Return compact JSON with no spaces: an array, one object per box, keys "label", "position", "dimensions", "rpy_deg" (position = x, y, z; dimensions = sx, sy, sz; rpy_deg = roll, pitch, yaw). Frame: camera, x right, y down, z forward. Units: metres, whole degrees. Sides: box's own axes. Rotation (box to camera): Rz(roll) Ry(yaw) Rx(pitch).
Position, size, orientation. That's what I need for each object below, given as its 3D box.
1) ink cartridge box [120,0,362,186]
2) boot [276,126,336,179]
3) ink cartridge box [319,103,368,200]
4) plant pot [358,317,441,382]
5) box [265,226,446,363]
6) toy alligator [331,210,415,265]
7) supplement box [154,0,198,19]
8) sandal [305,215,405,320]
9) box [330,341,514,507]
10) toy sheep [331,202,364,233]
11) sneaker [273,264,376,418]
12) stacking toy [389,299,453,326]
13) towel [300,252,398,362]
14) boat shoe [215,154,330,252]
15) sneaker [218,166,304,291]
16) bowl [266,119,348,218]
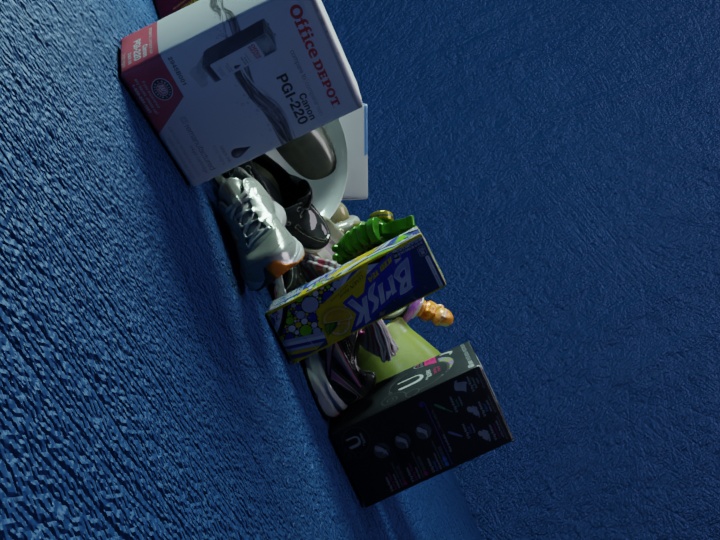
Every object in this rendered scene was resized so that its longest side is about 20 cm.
[{"label":"ink cartridge box","position":[-0.115,-0.195,0.840],"dimensions":[0.085,0.198,0.146],"rpy_deg":[-111,174,-50]},{"label":"boot","position":[-0.113,-0.176,1.013],"dimensions":[0.201,0.067,0.131],"rpy_deg":[55,25,-14]},{"label":"ink cartridge box","position":[-0.071,-0.183,1.340],"dimensions":[0.199,0.083,0.147],"rpy_deg":[7,-81,60]},{"label":"plant pot","position":[0.064,0.181,1.237],"dimensions":[0.194,0.200,0.200],"rpy_deg":[54,2,7]},{"label":"box","position":[-0.005,0.027,0.976],"dimensions":[0.071,0.198,0.064],"rpy_deg":[62,5,-10]},{"label":"toy alligator","position":[-0.009,-0.026,1.059],"dimensions":[0.054,0.199,0.060],"rpy_deg":[11,63,-34]},{"label":"supplement box","position":[-0.223,-0.392,1.200],"dimensions":[0.131,0.103,0.202],"rpy_deg":[37,26,-55]},{"label":"sandal","position":[-0.001,0.000,1.177],"dimensions":[0.201,0.057,0.080],"rpy_deg":[41,54,-29]},{"label":"box","position":[0.072,0.187,1.052],"dimensions":[0.122,0.198,0.107],"rpy_deg":[-92,156,-82]},{"label":"toy sheep","position":[-0.032,-0.035,1.620],"dimensions":[0.138,0.136,0.203],"rpy_deg":[-98,177,-78]},{"label":"sneaker","position":[-0.040,0.075,1.057],"dimensions":[0.080,0.086,0.202],"rpy_deg":[42,24,-82]},{"label":"stacking toy","position":[0.056,0.038,1.299],"dimensions":[0.198,0.111,0.116],"rpy_deg":[28,-12,-11]},{"label":"towel","position":[-0.041,0.041,1.126],"dimensions":[0.199,0.030,0.147],"rpy_deg":[17,-37,53]},{"label":"boat shoe","position":[-0.094,-0.093,1.059],"dimensions":[0.199,0.066,0.075],"rpy_deg":[42,36,-32]},{"label":"sneaker","position":[-0.122,-0.051,0.924],"dimensions":[0.092,0.075,0.200],"rpy_deg":[55,0,-27]},{"label":"bowl","position":[-0.112,-0.153,1.171],"dimensions":[0.200,0.090,0.204],"rpy_deg":[-6,98,-51]}]
